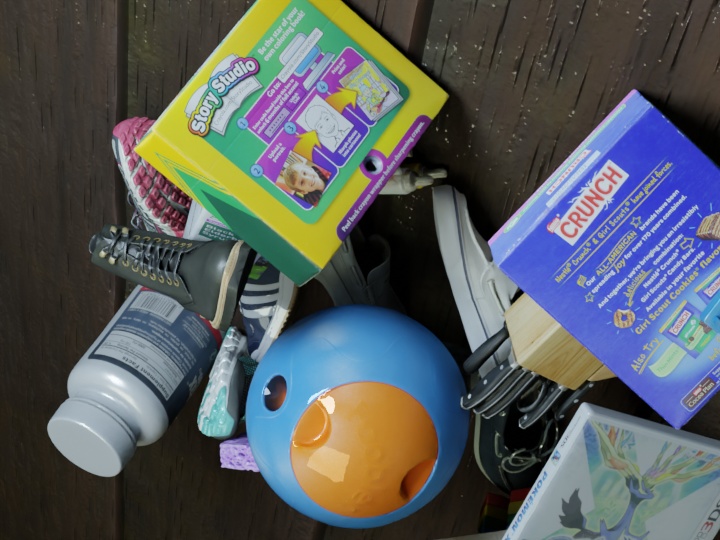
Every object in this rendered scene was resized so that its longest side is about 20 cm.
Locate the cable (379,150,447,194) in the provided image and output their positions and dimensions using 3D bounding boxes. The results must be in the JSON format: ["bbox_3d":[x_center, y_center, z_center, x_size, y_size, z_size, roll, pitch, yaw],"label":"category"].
[{"bbox_3d":[-0.027,-0.082,1.441,0.200,0.050,0.097,-9,171,38],"label":"cable"}]

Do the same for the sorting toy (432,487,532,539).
[{"bbox_3d":[0.199,0.271,1.624,0.200,0.070,0.199,20,158,-26],"label":"sorting toy"}]

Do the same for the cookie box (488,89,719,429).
[{"bbox_3d":[0.228,-0.009,1.257,0.200,0.075,0.171,42,98,-12],"label":"cookie box"}]

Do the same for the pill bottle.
[{"bbox_3d":[-0.239,0.115,1.725,0.120,0.200,0.120,21,142,17],"label":"pill bottle"}]

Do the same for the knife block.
[{"bbox_3d":[0.162,0.047,1.385,0.175,0.064,0.200,-12,135,-1],"label":"knife block"}]

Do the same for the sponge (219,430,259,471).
[{"bbox_3d":[-0.047,0.171,1.655,0.111,0.200,0.030,4,101,25],"label":"sponge"}]

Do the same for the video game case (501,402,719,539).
[{"bbox_3d":[0.242,0.219,1.479,0.200,0.022,0.182,17,112,-25],"label":"video game case"}]

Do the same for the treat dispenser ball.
[{"bbox_3d":[-0.003,0.130,1.463,0.201,0.201,0.201,21,142,17],"label":"treat dispenser ball"}]

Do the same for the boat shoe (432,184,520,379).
[{"bbox_3d":[0.114,0.009,1.452,0.066,0.072,0.200,-16,111,6],"label":"boat shoe"}]

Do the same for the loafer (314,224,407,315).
[{"bbox_3d":[0.000,0.000,1.517,0.070,0.070,0.200,-20,139,19],"label":"loafer"}]

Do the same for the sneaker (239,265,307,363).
[{"bbox_3d":[-0.109,0.004,1.607,0.108,0.070,0.200,25,137,4],"label":"sneaker"}]

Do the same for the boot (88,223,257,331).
[{"bbox_3d":[-0.165,-0.005,1.380,0.138,0.078,0.200,23,165,-7],"label":"boot"}]

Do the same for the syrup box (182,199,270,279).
[{"bbox_3d":[-0.102,-0.058,1.424,0.079,0.082,0.200,16,166,-10],"label":"syrup box"}]

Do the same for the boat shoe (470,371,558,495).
[{"bbox_3d":[0.155,0.155,1.577,0.062,0.075,0.200,41,148,44],"label":"boat shoe"}]

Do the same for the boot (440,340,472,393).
[{"bbox_3d":[0.027,0.112,1.632,0.200,0.070,0.132,2,168,3],"label":"boot"}]

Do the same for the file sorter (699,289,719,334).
[{"bbox_3d":[0.379,0.049,1.179,0.200,0.123,0.139,34,100,-11],"label":"file sorter"}]

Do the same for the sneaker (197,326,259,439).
[{"bbox_3d":[-0.110,0.120,1.674,0.091,0.200,0.078,21,111,-4],"label":"sneaker"}]

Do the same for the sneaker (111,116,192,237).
[{"bbox_3d":[-0.195,-0.062,1.591,0.075,0.081,0.200,7,137,34],"label":"sneaker"}]

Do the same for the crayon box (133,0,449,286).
[{"bbox_3d":[-0.052,-0.119,1.311,0.173,0.200,0.058,40,154,-8],"label":"crayon box"}]
